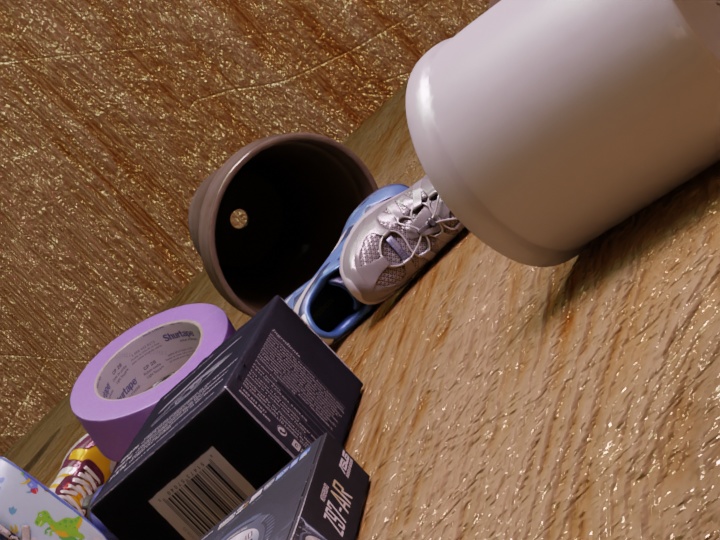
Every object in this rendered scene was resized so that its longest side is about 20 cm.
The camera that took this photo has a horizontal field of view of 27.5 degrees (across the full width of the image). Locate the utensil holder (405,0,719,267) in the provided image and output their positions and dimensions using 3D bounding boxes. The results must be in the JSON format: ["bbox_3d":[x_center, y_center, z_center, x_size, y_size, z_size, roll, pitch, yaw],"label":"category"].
[{"bbox_3d":[0.155,-0.122,0.926,0.200,0.170,0.170,-35,11,39],"label":"utensil holder"}]

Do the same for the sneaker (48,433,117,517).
[{"bbox_3d":[-0.341,0.273,1.742,0.200,0.075,0.090,-52,18,-14],"label":"sneaker"}]

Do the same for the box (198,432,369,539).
[{"bbox_3d":[-0.086,0.203,0.897,0.200,0.044,0.160,-41,8,16],"label":"box"}]

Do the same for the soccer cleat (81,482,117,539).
[{"bbox_3d":[-0.194,0.202,1.450,0.083,0.065,0.200,-5,22,26],"label":"soccer cleat"}]

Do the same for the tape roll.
[{"bbox_3d":[-0.222,0.124,1.646,0.199,0.066,0.200,-22,28,12],"label":"tape roll"}]

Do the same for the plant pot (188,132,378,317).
[{"bbox_3d":[-0.099,-0.050,1.566,0.200,0.200,0.173,-46,24,-14],"label":"plant pot"}]

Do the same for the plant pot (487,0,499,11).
[{"bbox_3d":[0.211,-0.281,1.505,0.200,0.200,0.175,-50,-9,-38],"label":"plant pot"}]

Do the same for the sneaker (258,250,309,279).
[{"bbox_3d":[-0.067,0.027,1.684,0.071,0.113,0.200,-44,38,-21],"label":"sneaker"}]

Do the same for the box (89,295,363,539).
[{"bbox_3d":[-0.094,0.128,1.101,0.148,0.104,0.200,-41,8,19],"label":"box"}]

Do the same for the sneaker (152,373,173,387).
[{"bbox_3d":[-0.259,0.177,1.800,0.115,0.075,0.200,-40,5,37],"label":"sneaker"}]

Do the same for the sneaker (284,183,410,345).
[{"bbox_3d":[0.000,0.000,1.431,0.200,0.074,0.082,-53,12,-12],"label":"sneaker"}]

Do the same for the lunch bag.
[{"bbox_3d":[-0.326,0.262,1.379,0.083,0.161,0.200,-55,11,-34],"label":"lunch bag"}]

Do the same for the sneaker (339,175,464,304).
[{"bbox_3d":[0.057,-0.051,1.370,0.200,0.075,0.082,-47,7,-23],"label":"sneaker"}]
